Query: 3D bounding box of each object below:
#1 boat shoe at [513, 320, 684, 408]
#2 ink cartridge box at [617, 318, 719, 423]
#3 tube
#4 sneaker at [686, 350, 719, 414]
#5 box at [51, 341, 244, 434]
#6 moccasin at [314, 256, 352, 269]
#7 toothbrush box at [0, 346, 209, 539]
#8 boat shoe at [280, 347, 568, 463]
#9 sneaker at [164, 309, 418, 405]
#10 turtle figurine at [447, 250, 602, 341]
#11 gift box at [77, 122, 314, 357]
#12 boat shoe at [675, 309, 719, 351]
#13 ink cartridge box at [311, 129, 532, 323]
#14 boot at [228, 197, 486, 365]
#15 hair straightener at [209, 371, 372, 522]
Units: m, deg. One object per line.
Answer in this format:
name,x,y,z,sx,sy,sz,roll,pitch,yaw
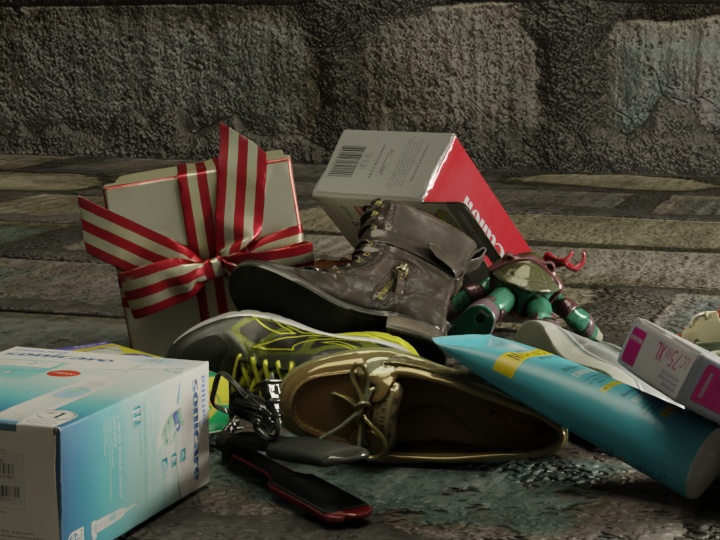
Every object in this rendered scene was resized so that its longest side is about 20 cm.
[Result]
boat shoe,0.173,0.087,1.288,0.071,0.070,0.201,9,9,-21
ink cartridge box,0.272,0.097,1.111,0.200,0.042,0.119,24,5,-12
tube,0.144,0.085,1.144,0.200,0.051,0.077,26,10,32
sneaker,0.319,0.081,1.291,0.199,0.078,0.080,0,0,0
box,-0.184,0.094,1.273,0.117,0.049,0.200,-8,13,-39
moccasin,-0.033,0.022,1.686,0.201,0.074,0.078,-6,15,11
toothbrush box,-0.196,0.108,1.056,0.146,0.086,0.200,3,8,20
boat shoe,0.042,0.095,1.180,0.199,0.074,0.063,2,9,0
sneaker,-0.052,0.074,1.310,0.199,0.075,0.085,1,9,3
turtle figurine,0.138,0.033,1.532,0.149,0.101,0.200,2,14,9
gift box,-0.138,-0.024,1.515,0.184,0.201,0.187,-14,9,-3
boat shoe,0.307,0.062,1.435,0.200,0.063,0.071,7,13,43
ink cartridge box,0.082,-0.040,1.661,0.175,0.084,0.200,6,-32,37
boot,0.000,0.000,1.420,0.200,0.069,0.174,22,39,-6
hair straightener,-0.050,0.101,1.118,0.041,0.077,0.200,-6,10,-25
